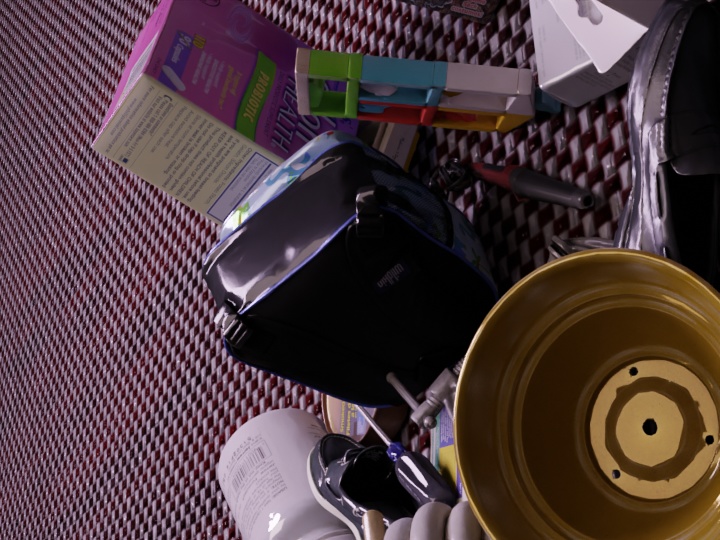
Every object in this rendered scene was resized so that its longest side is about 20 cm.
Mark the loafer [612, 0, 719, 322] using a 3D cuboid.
[{"bbox_3d":[0.202,-0.068,0.848,0.070,0.068,0.202,11,96,52],"label":"loafer"}]

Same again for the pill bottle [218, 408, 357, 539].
[{"bbox_3d":[-0.044,0.219,1.185,0.200,0.114,0.115,53,129,54],"label":"pill bottle"}]

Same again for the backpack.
[{"bbox_3d":[0.000,0.000,1.063,0.183,0.199,0.148,-41,43,22],"label":"backpack"}]

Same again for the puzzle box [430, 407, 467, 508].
[{"bbox_3d":[0.082,0.187,1.015,0.133,0.025,0.202,140,133,-72],"label":"puzzle box"}]

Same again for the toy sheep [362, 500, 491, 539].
[{"bbox_3d":[0.059,0.210,0.885,0.199,0.138,0.139,-25,53,17],"label":"toy sheep"}]

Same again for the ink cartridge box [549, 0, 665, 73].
[{"bbox_3d":[0.179,-0.240,0.876,0.200,0.067,0.118,-49,46,25],"label":"ink cartridge box"}]

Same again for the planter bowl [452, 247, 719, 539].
[{"bbox_3d":[0.160,0.092,0.826,0.199,0.083,0.202,-7,78,33],"label":"planter bowl"}]

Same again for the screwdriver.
[{"bbox_3d":[0.020,0.131,1.086,0.028,0.029,0.200,-48,35,2],"label":"screwdriver"}]

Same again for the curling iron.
[{"bbox_3d":[0.114,-0.060,1.047,0.050,0.026,0.200,-45,27,-16],"label":"curling iron"}]

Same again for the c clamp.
[{"bbox_3d":[0.110,0.046,0.954,0.200,0.027,0.171,-46,32,8],"label":"c clamp"}]

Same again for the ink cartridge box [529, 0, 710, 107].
[{"bbox_3d":[0.201,-0.224,0.935,0.199,0.047,0.161,-23,61,41],"label":"ink cartridge box"}]

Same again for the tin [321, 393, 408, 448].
[{"bbox_3d":[0.006,0.058,1.218,0.112,0.042,0.202,-17,68,56],"label":"tin"}]

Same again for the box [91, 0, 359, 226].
[{"bbox_3d":[-0.108,-0.137,1.205,0.097,0.199,0.177,-45,22,36],"label":"box"}]

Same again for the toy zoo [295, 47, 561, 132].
[{"bbox_3d":[0.051,-0.131,1.028,0.131,0.198,0.021,108,167,-84],"label":"toy zoo"}]

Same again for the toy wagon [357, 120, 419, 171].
[{"bbox_3d":[-0.015,-0.076,1.249,0.200,0.039,0.156,-34,31,56],"label":"toy wagon"}]

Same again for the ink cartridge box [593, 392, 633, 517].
[{"bbox_3d":[0.153,0.173,0.904,0.095,0.037,0.202,-41,45,51],"label":"ink cartridge box"}]

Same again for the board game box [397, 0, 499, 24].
[{"bbox_3d":[0.082,-0.334,1.116,0.201,0.096,0.160,-62,33,34],"label":"board game box"}]

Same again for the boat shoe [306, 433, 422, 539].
[{"bbox_3d":[0.011,0.173,1.090,0.200,0.074,0.067,-121,38,-60],"label":"boat shoe"}]
